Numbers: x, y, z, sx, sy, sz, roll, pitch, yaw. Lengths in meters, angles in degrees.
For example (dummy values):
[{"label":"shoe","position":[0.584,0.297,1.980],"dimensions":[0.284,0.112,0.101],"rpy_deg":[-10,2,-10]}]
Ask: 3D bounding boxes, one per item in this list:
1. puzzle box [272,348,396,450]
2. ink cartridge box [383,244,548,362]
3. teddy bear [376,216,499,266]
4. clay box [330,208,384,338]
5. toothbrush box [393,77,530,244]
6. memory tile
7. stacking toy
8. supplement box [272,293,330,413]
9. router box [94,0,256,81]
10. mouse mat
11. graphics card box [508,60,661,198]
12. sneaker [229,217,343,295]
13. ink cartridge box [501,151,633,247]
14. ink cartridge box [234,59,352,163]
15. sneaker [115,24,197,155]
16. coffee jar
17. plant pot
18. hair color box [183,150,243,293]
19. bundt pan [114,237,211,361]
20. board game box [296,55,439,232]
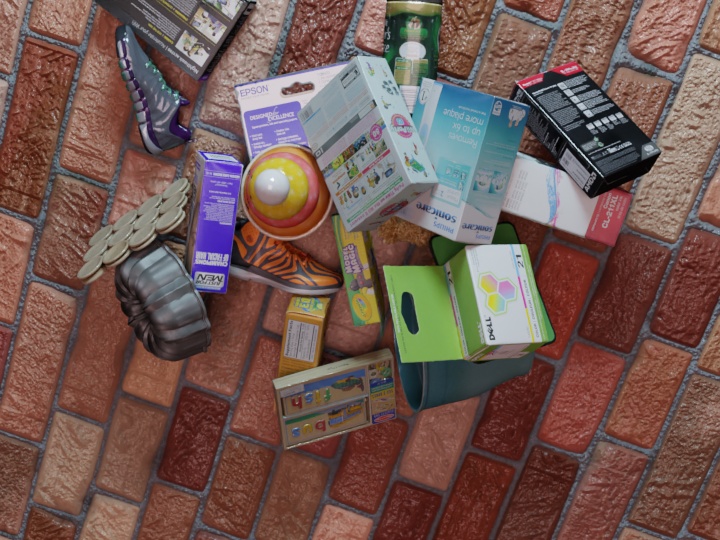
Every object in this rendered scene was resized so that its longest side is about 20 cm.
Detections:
[{"label":"puzzle box","position":[-0.039,0.208,1.416],"dimensions":[0.197,0.025,0.135],"rpy_deg":[-14,125,-14]},{"label":"ink cartridge box","position":[0.145,0.046,1.223],"dimensions":[0.197,0.076,0.150],"rpy_deg":[-1,69,-25]},{"label":"teddy bear","position":[0.123,-0.068,1.362],"dimensions":[0.199,0.067,0.146],"rpy_deg":[34,66,2]},{"label":"clay box","position":[0.000,0.000,1.377],"dimensions":[0.047,0.115,0.203],"rpy_deg":[-9,101,7]},{"label":"toothbrush box","position":[0.135,-0.154,1.244],"dimensions":[0.085,0.146,0.203],"rpy_deg":[2,108,-42]},{"label":"memory tile","position":[-0.351,-0.062,1.375],"dimensions":[0.198,0.154,0.017],"rpy_deg":[-30,119,10]},{"label":"stacking toy","position":[-0.116,-0.120,1.267],"dimensions":[0.144,0.200,0.148],"rpy_deg":[0,90,3]},{"label":"supplement box","position":[-0.095,0.137,1.416],"dimensions":[0.068,0.067,0.202],"rpy_deg":[13,118,1]},{"label":"router box","position":[-0.280,-0.408,1.337],"dimensions":[0.199,0.051,0.150],"rpy_deg":[38,104,-4]},{"label":"mouse mat","position":[0.195,0.028,1.301],"dimensions":[0.159,0.008,0.202],"rpy_deg":[-11,72,-26]},{"label":"graphics card box","position":[0.319,-0.205,1.263],"dimensions":[0.124,0.051,0.201],"rpy_deg":[-23,62,-27]},{"label":"sneaker","position":[-0.117,-0.031,1.398],"dimensions":[0.197,0.078,0.114],"rpy_deg":[12,104,2]},{"label":"ink cartridge box","position":[0.284,-0.115,1.313],"dimensions":[0.197,0.146,0.084],"rpy_deg":[18,104,0]},{"label":"ink cartridge box","position":[-0.080,-0.207,1.374],"dimensions":[0.195,0.047,0.203],"rpy_deg":[-9,100,8]},{"label":"sneaker","position":[-0.315,-0.284,1.362],"dimensions":[0.086,0.075,0.202],"rpy_deg":[-14,117,-4]},{"label":"coffee jar","position":[0.075,-0.328,1.303],"dimensions":[0.084,0.104,0.203],"rpy_deg":[5,102,3]},{"label":"plant pot","position":[0.160,0.105,1.356],"dimensions":[0.185,0.200,0.203],"rpy_deg":[-6,103,-9]},{"label":"hair color box","position":[-0.232,-0.076,1.372],"dimensions":[0.064,0.109,0.203],"rpy_deg":[4,103,-18]},{"label":"bundt pan","position":[-0.317,0.054,1.370],"dimensions":[0.075,0.201,0.204],"rpy_deg":[-28,102,-30]},{"label":"board game box","position":[0.007,-0.177,1.255],"dimensions":[0.147,0.064,0.202],"rpy_deg":[-34,72,42]}]
